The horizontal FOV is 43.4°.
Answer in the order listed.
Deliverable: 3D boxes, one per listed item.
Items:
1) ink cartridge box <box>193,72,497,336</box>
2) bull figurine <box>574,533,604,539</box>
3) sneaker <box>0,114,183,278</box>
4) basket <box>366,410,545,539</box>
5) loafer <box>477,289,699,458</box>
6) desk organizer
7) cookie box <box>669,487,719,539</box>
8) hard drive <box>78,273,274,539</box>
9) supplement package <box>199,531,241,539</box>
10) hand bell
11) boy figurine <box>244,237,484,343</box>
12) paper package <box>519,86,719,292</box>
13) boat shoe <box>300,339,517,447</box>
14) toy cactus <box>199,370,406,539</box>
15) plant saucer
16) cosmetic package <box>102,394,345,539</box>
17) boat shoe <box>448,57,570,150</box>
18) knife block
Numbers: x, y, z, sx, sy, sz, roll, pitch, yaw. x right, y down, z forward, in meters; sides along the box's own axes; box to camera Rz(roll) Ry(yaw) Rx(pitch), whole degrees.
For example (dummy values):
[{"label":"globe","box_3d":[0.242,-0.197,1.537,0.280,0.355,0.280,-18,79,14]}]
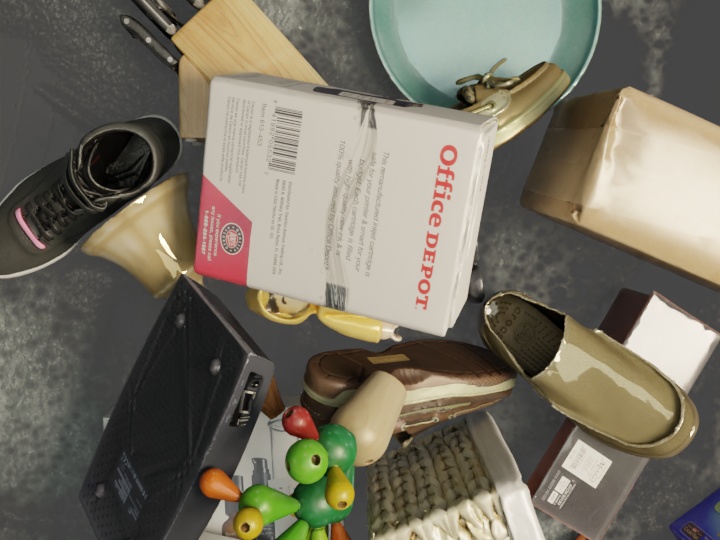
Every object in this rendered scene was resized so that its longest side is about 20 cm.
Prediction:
[{"label":"ink cartridge box","box_3d":[-0.010,-0.053,0.656,0.197,0.084,0.147,13,107,14]},{"label":"bull figurine","box_3d":[0.248,0.325,0.795,0.199,0.065,0.122,41,57,1]},{"label":"sneaker","box_3d":[-0.232,-0.060,0.716,0.199,0.099,0.071,-35,98,0]},{"label":"basket","box_3d":[0.079,0.214,0.718,0.122,0.200,0.137,-20,95,3]},{"label":"loafer","box_3d":[0.169,0.080,0.714,0.199,0.067,0.077,30,91,29]},{"label":"desk organizer","box_3d":[0.215,0.119,0.779,0.071,0.077,0.202,30,91,-6]},{"label":"cookie box","box_3d":[0.390,0.215,0.755,0.199,0.171,0.076,-35,99,-1]},{"label":"hard drive","box_3d":[-0.136,0.120,0.659,0.042,0.135,0.202,17,104,-40]},{"label":"supplement package","box_3d":[-0.092,0.292,0.705,0.197,0.110,0.115,16,108,-11]},{"label":"hand bell","box_3d":[-0.124,0.035,0.726,0.103,0.104,0.201,-35,94,-2]},{"label":"boy figurine","box_3d":[0.000,0.000,0.759,0.196,0.064,0.127,-6,97,-8]},{"label":"paper package","box_3d":[0.244,-0.057,0.711,0.197,0.191,0.105,22,97,-6]},{"label":"boat shoe","box_3d":[0.038,0.106,0.754,0.199,0.075,0.076,2,113,-27]},{"label":"toy cactus","box_3d":[-0.027,0.142,0.637,0.101,0.201,0.166,21,57,24]},{"label":"plant saucer","box_3d":[0.103,-0.219,0.765,0.196,0.036,0.204,0,95,-4]},{"label":"cosmetic package","box_3d":[-0.112,0.188,0.770,0.196,0.052,0.154,-3,92,-5]},{"label":"boat shoe","box_3d":[0.074,-0.116,0.714,0.198,0.073,0.063,-32,98,-5]},{"label":"knife block","box_3d":[-0.097,-0.191,0.735,0.196,0.064,0.179,1,95,-5]}]
